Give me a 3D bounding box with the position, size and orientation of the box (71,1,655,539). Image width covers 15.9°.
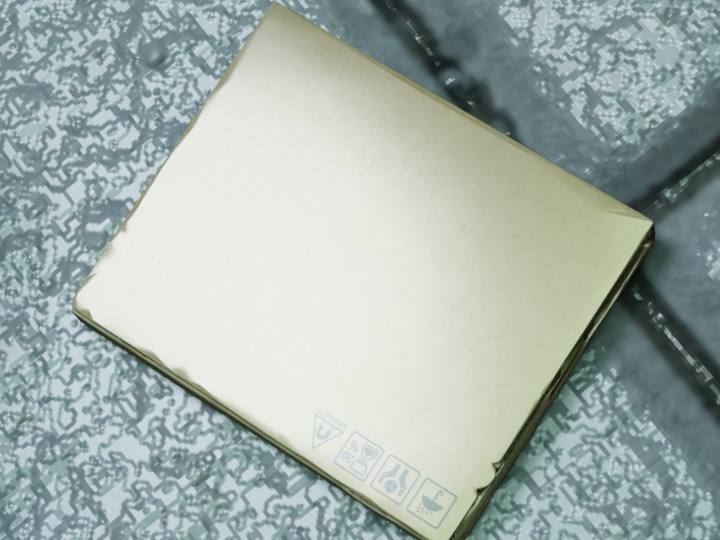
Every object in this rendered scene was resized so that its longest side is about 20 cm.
[{"bbox_3d":[0.000,0.000,1.088,0.199,0.021,0.164,31,82,19],"label":"box"}]
